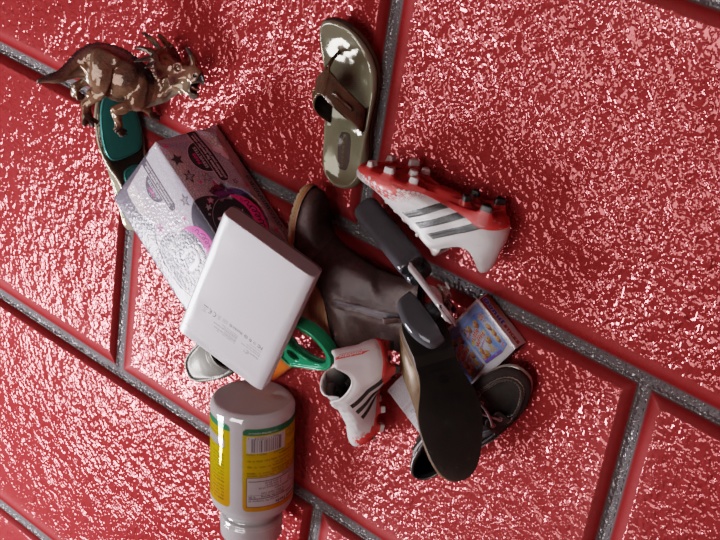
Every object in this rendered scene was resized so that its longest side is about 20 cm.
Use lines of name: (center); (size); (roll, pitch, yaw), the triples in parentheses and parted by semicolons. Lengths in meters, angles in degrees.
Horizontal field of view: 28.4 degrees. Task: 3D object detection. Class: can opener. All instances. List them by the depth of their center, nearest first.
can opener: (0.046, -0.002, 1.591); (0.066, 0.053, 0.201); (-35, 53, 3)

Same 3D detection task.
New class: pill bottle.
pill bottle: (-0.142, 0.255, 1.862); (0.112, 0.112, 0.202); (19, 118, 36)

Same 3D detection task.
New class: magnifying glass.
magnifying glass: (-0.083, 0.103, 1.768); (0.080, 0.022, 0.200); (42, 152, -4)

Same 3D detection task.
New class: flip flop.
flip flop: (-0.025, -0.187, 1.627); (0.081, 0.057, 0.202); (21, 119, 35)

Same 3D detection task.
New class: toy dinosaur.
toy dinosaur: (-0.300, -0.250, 1.796); (0.198, 0.086, 0.136); (16, 123, -12)

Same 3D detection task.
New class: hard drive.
hard drive: (-0.134, 0.036, 1.688); (0.131, 0.026, 0.201); (35, 130, 10)

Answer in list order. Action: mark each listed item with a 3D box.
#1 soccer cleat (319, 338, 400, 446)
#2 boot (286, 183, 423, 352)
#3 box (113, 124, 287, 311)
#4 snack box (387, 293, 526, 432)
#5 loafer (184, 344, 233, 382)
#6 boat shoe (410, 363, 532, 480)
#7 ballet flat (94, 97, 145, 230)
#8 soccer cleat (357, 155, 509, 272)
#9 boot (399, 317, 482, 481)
soccer cleat: (-0.010, 0.147, 1.693); (0.201, 0.084, 0.069); (106, 156, -54)
boot: (0.000, 0.000, 1.686); (0.165, 0.072, 0.202); (7, 110, 27)
box: (-0.195, -0.060, 1.788); (0.201, 0.114, 0.132); (55, 133, 11)
snack box: (0.108, 0.112, 1.644); (0.072, 0.024, 0.200); (53, 133, 13)
loafer: (-0.177, 0.101, 1.863); (0.200, 0.070, 0.070); (-35, 82, 44)
boat shoe: (0.125, 0.180, 1.617); (0.067, 0.057, 0.200); (39, 131, -7)
ballet flat: (-0.319, -0.146, 1.906); (0.069, 0.069, 0.202); (-7, 102, 43)
soccer cleat: (0.074, -0.064, 1.569); (0.199, 0.068, 0.086); (24, 117, 28)
boot: (0.086, 0.146, 1.590); (0.076, 0.073, 0.201); (111, 148, -61)
